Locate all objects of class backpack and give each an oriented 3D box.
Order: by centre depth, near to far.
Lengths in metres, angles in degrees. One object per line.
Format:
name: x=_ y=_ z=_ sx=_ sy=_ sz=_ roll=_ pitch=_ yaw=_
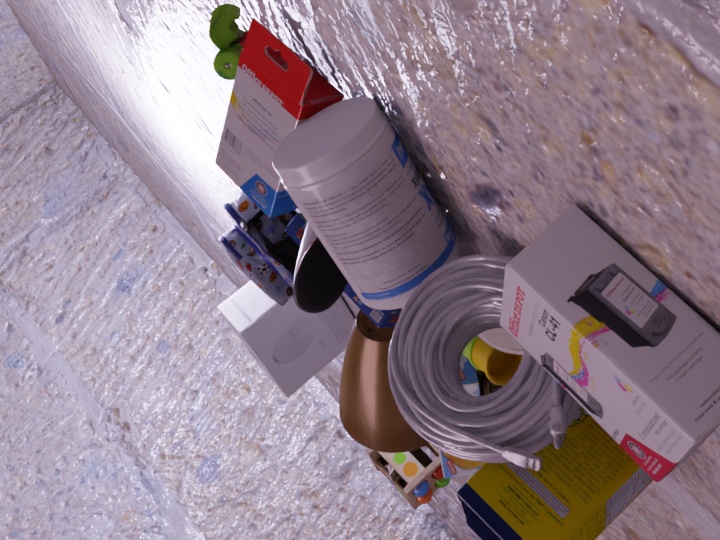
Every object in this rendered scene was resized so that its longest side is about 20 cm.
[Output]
backpack: x=-0.139 y=-0.051 z=1.633 sx=0.191 sy=0.154 sz=0.200 roll=54 pitch=176 yaw=34

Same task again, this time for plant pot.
plant pot: x=0.050 y=0.143 z=1.530 sx=0.186 sy=0.186 sz=0.201 roll=40 pitch=150 yaw=39

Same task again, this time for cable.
cable: x=0.125 y=0.086 z=0.975 sx=0.199 sy=0.201 sz=0.069 roll=7 pitch=166 yaw=31

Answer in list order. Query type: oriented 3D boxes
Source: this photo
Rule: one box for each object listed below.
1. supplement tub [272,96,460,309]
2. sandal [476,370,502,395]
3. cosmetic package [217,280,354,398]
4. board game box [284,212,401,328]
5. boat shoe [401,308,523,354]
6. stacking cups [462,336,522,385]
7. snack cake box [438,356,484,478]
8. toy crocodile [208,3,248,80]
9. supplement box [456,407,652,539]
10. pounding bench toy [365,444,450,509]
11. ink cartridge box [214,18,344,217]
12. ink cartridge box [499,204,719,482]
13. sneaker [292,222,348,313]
supplement tub: x=0.010 y=-0.069 z=1.071 sx=0.200 sy=0.132 sz=0.132 roll=57 pitch=166 yaw=-28
sandal: x=0.195 y=0.175 z=1.319 sx=0.212 sy=0.069 sz=0.078 roll=-93 pitch=-5 yaw=-78
cosmetic package: x=-0.134 y=0.098 z=1.945 sx=0.123 sy=0.200 sz=0.200 roll=40 pitch=164 yaw=50
board game box: x=0.000 y=0.000 z=1.396 sx=0.200 sy=0.034 sz=0.135 roll=45 pitch=-162 yaw=22
boat shoe: x=0.134 y=0.038 z=1.098 sx=0.199 sy=0.060 sz=0.074 roll=11 pitch=122 yaw=40
stacking cups: x=0.132 y=0.081 z=1.259 sx=0.061 sy=0.060 sz=0.200 roll=56 pitch=169 yaw=-27
snack cake box: x=0.126 y=0.178 z=1.367 sx=0.115 sy=0.067 sz=0.200 roll=-98 pitch=-3 yaw=-45
toy crocodile: x=-0.125 y=-0.239 z=1.238 sx=0.200 sy=0.062 sz=0.068 roll=55 pitch=-153 yaw=-28
supplement box: x=0.208 y=0.208 z=1.007 sx=0.109 sy=0.200 sz=0.109 roll=42 pitch=166 yaw=29
pounding bench toy: x=0.124 y=0.446 z=2.235 sx=0.156 sy=0.124 sz=0.200 roll=43 pitch=166 yaw=29
ink cartridge box: x=-0.092 y=-0.177 z=1.145 sx=0.116 sy=0.067 sz=0.200 roll=44 pitch=133 yaw=26
ink cartridge box: x=0.214 y=0.064 z=0.831 sx=0.200 sy=0.086 sz=0.148 roll=44 pitch=167 yaw=21
sneaker: x=-0.039 y=-0.050 z=1.218 sx=0.067 sy=0.202 sz=0.108 roll=15 pitch=-178 yaw=-14
